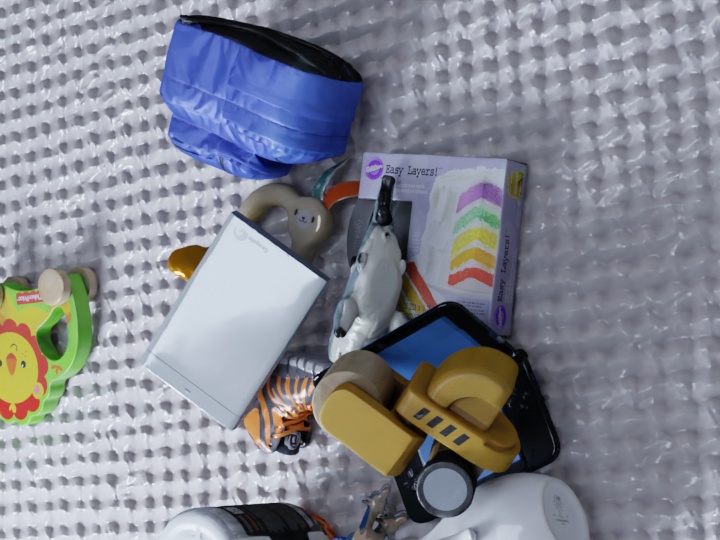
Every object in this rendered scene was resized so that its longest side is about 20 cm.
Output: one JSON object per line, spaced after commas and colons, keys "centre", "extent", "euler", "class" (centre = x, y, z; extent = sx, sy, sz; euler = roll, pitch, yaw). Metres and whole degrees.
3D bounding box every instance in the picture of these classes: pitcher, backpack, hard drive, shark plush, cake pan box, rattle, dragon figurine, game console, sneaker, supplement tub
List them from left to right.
{"centre": [-0.139, 0.056, 1.729], "extent": [0.131, 0.027, 0.201], "euler": [35, 101, 8], "class": "hard drive"}
{"centre": [-0.116, 0.312, 1.692], "extent": [0.121, 0.199, 0.124], "euler": [-4, 84, 35], "class": "supplement tub"}
{"centre": [-0.102, -0.185, 1.762], "extent": [0.198, 0.162, 0.170], "euler": [19, 106, 23], "class": "backpack"}
{"centre": [-0.101, -0.061, 1.761], "extent": [0.199, 0.142, 0.132], "euler": [-30, 50, 37], "class": "rattle"}
{"centre": [-0.056, 0.151, 1.751], "extent": [0.199, 0.077, 0.114], "euler": [4, 93, 46], "class": "sneaker"}
{"centre": [-0.018, 0.314, 1.654], "extent": [0.059, 0.099, 0.200], "euler": [40, 84, -1], "class": "dragon figurine"}
{"centre": [0.000, 0.000, 1.664], "extent": [0.083, 0.090, 0.203], "euler": [-177, 88, -66], "class": "shark plush"}
{"centre": [0.077, -0.031, 1.678], "extent": [0.198, 0.052, 0.187], "euler": [7, 88, 37], "class": "cake pan box"}
{"centre": [0.076, 0.150, 1.616], "extent": [0.199, 0.118, 0.172], "euler": [-31, 70, 30], "class": "game console"}
{"centre": [0.109, 0.274, 1.549], "extent": [0.199, 0.171, 0.123], "euler": [-29, 64, 31], "class": "pitcher"}

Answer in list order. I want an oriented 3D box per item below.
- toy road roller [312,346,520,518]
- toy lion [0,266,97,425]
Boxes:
{"centre": [0.067, 0.126, 1.533], "extent": [0.199, 0.123, 0.147], "euler": [33, 107, 2], "class": "toy road roller"}
{"centre": [-0.422, 0.100, 2.029], "extent": [0.198, 0.068, 0.194], "euler": [-7, 88, 35], "class": "toy lion"}
